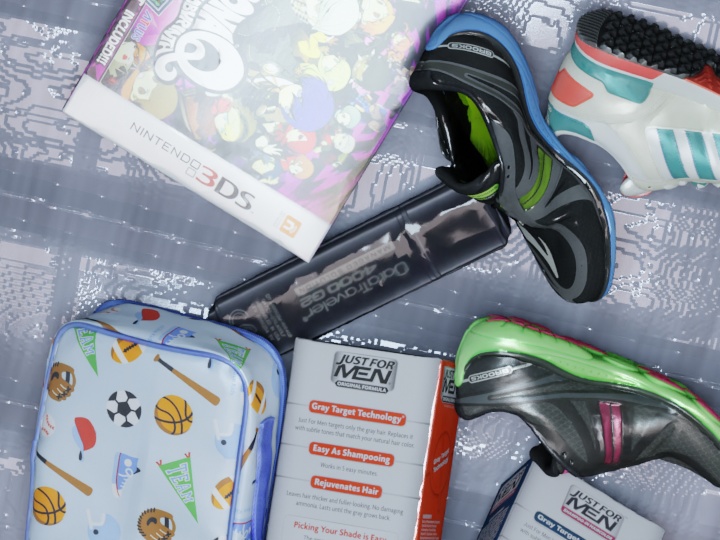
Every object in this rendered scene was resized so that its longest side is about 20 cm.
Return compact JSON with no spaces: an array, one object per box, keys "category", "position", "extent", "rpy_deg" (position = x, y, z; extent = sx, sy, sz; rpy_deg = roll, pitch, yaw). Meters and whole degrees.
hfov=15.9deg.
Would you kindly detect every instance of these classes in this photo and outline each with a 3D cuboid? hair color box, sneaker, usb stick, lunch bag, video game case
[{"category":"hair color box","position":[-0.001,0.149,1.601],"extent":[0.101,0.061,0.201],"rpy_deg":[8,88,20]},{"category":"hair color box","position":[0.104,0.224,1.593],"extent":[0.100,0.201,0.061],"rpy_deg":[32,147,-5]},{"category":"sneaker","position":[0.147,0.094,1.605],"extent":[0.199,0.077,0.084],"rpy_deg":[22,95,-5]},{"category":"usb stick","position":[0.000,0.000,1.619],"extent":[0.199,0.033,0.056],"rpy_deg":[-26,105,9]},{"category":"lunch bag","position":[-0.125,0.127,1.620],"extent":[0.159,0.076,0.201],"rpy_deg":[13,107,17]},{"category":"sneaker","position":[0.087,-0.058,1.558],"extent":[0.083,0.071,0.200],"rpy_deg":[-47,117,-31]},{"category":"sneaker","position":[0.206,-0.080,1.579],"extent":[0.199,0.070,0.094],"rpy_deg":[24,122,-5]},{"category":"video game case","position":[-0.056,-0.136,1.576],"extent":[0.181,0.036,0.201],"rpy_deg":[32,98,-5]}]
